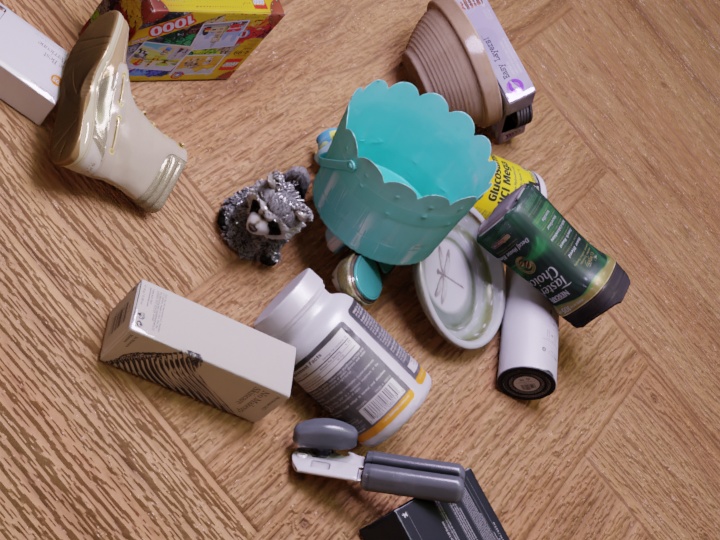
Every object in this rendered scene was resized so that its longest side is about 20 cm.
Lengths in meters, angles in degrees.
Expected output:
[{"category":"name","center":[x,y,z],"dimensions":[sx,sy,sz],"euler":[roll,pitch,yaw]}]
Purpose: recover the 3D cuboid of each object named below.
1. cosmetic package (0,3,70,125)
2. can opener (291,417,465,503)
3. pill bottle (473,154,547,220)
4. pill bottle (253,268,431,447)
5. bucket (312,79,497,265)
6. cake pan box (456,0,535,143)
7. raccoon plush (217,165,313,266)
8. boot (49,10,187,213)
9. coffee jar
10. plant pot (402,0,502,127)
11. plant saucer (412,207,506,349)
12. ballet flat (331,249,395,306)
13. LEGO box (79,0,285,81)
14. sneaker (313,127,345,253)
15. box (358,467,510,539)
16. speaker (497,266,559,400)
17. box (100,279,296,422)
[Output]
[{"category":"cosmetic package","center":[-0.420,-0.259,1.421],"dimensions":[0.200,0.051,0.083],"euler":[36,48,-17]},{"category":"can opener","center":[0.020,0.212,1.416],"dimensions":[0.199,0.067,0.053],"euler":[8,24,3]},{"category":"pill bottle","center":[0.153,-0.114,1.757],"dimensions":[0.199,0.112,0.113],"euler":[18,53,-30]},{"category":"pill bottle","center":[-0.022,0.100,1.469],"dimensions":[0.200,0.116,0.116],"euler":[45,44,-7]},{"category":"bucket","center":[0.046,-0.116,1.527],"dimensions":[0.206,0.135,0.208],"euler":[18,43,-18]},{"category":"cake pan box","center":[0.190,-0.301,1.871],"dimensions":[0.052,0.184,0.201],"euler":[-26,76,-2]},{"category":"raccoon plush","center":[-0.094,-0.101,1.526],"dimensions":[0.097,0.134,0.200],"euler":[34,46,-16]},{"category":"boot","center":[-0.265,-0.181,1.449],"dimensions":[0.155,0.073,0.201],"euler":[31,56,-43]},{"category":"coffee jar","center":[0.257,-0.016,1.673],"dimensions":[0.200,0.104,0.085],"euler":[41,49,-6]},{"category":"plant pot","center":[0.121,-0.290,1.832],"dimensions":[0.092,0.201,0.201],"euler":[-24,76,-4]},{"category":"plant saucer","center":[0.120,0.007,1.672],"dimensions":[0.200,0.050,0.201],"euler":[15,70,-48]},{"category":"ballet flat","center":[0.000,0.000,1.566],"dimensions":[0.071,0.071,0.200],"euler":[47,26,-4]},{"category":"LEGO box","center":[-0.218,-0.304,1.547],"dimensions":[0.199,0.149,0.077],"euler":[-10,70,-42]},{"category":"sneaker","center":[-0.026,-0.112,1.635],"dimensions":[0.131,0.079,0.200],"euler":[48,34,-7]},{"category":"box","center":[0.110,0.349,1.443],"dimensions":[0.141,0.079,0.201],"euler":[-18,76,-47]},{"category":"speaker","center":[0.233,0.072,1.725],"dimensions":[0.081,0.081,0.201],"euler":[28,48,-23]},{"category":"box","center":[-0.175,0.091,1.375],"dimensions":[0.199,0.082,0.069],"euler":[25,49,-23]}]
